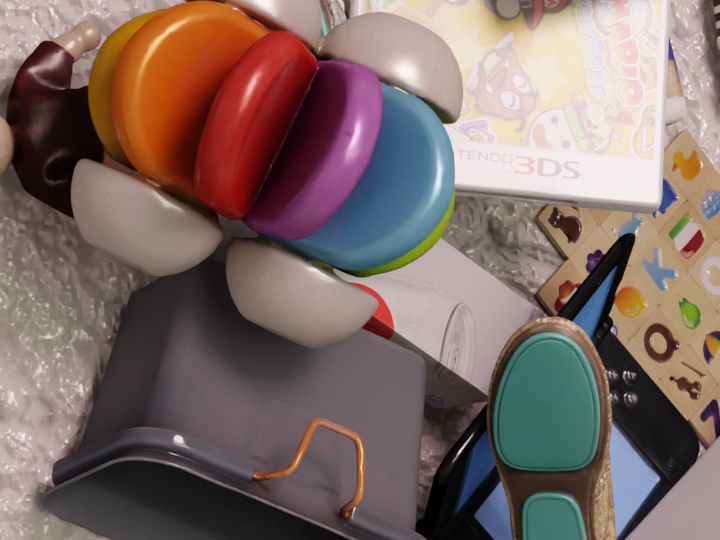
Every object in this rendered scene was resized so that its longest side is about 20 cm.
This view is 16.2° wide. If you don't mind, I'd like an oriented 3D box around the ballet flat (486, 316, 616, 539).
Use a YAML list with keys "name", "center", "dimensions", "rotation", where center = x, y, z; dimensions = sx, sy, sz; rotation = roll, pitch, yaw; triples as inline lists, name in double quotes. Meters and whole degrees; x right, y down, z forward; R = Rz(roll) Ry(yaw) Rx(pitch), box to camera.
- name: "ballet flat"
  center: [0.108, 0.101, 1.396]
  dimensions: [0.065, 0.070, 0.200]
  rotation: [-65, 157, -57]

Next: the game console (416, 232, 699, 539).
- name: "game console"
  center: [0.126, 0.110, 1.474]
  dimensions: [0.176, 0.116, 0.200]
  rotation: [49, 63, -16]

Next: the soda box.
- name: "soda box"
  center: [0.000, 0.000, 1.445]
  dimensions: [0.200, 0.063, 0.068]
  rotation: [36, 65, -23]

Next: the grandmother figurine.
- name: "grandmother figurine"
  center: [-0.142, -0.077, 1.344]
  dimensions: [0.200, 0.061, 0.121]
  rotation: [-10, 64, -16]

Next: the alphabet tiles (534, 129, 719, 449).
- name: "alphabet tiles"
  center: [0.197, 0.012, 1.604]
  dimensions: [0.166, 0.006, 0.200]
  rotation: [-47, 108, -28]

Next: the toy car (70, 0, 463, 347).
- name: "toy car"
  center: [-0.037, -0.065, 1.265]
  dimensions: [0.200, 0.150, 0.175]
  rotation: [26, 84, -12]

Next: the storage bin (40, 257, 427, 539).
- name: "storage bin"
  center: [-0.050, 0.084, 1.365]
  dimensions: [0.200, 0.146, 0.134]
  rotation: [25, 60, -27]

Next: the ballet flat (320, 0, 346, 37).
- name: "ballet flat"
  center: [-0.046, -0.168, 1.421]
  dimensions: [0.072, 0.072, 0.200]
  rotation: [-21, 77, -33]

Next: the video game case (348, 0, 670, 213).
- name: "video game case"
  center: [0.084, -0.138, 1.428]
  dimensions: [0.182, 0.023, 0.200]
  rotation: [5, 77, -6]

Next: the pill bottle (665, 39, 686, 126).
- name: "pill bottle"
  center: [0.118, -0.173, 1.517]
  dimensions: [0.116, 0.116, 0.200]
  rotation: [-14, 90, -33]

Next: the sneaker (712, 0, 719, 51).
- name: "sneaker"
  center: [0.316, -0.178, 1.669]
  dimensions: [0.200, 0.076, 0.115]
  rotation: [-11, 90, -31]

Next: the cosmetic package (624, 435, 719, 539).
- name: "cosmetic package"
  center: [0.256, 0.154, 1.550]
  dimensions: [0.200, 0.107, 0.090]
  rotation: [-44, 132, -27]
